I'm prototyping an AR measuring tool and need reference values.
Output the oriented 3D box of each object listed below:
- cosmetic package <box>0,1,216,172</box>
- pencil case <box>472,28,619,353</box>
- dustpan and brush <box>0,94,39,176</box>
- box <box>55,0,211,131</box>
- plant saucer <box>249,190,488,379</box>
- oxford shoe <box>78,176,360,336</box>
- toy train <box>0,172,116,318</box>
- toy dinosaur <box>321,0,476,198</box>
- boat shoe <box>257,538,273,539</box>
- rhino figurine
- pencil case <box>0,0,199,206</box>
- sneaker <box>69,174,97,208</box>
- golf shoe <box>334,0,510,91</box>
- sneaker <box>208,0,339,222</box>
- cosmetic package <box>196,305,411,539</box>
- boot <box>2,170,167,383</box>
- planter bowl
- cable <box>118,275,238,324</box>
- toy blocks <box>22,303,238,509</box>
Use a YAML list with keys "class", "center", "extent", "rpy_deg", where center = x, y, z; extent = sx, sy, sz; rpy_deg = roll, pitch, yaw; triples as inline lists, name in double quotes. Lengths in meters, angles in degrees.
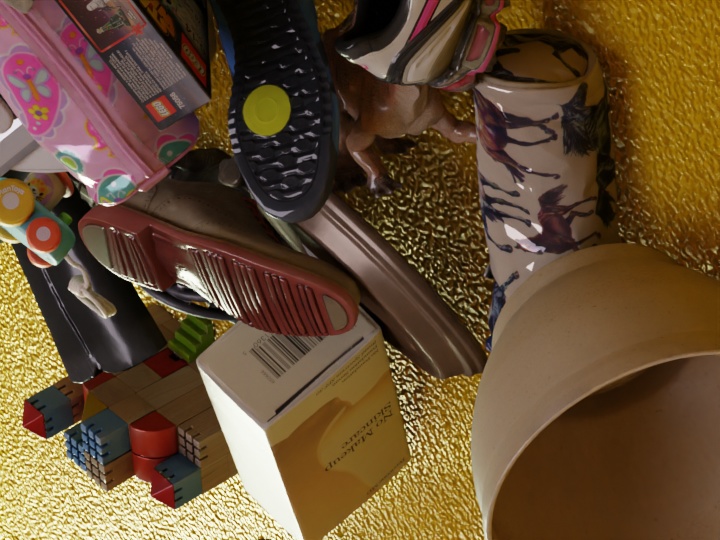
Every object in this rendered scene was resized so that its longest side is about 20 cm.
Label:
- class: "cosmetic package"
  center: [-0.196, -0.188, 1.642]
  extent: [0.164, 0.165, 0.201]
  rpy_deg: [1, 124, 11]
- class: "pencil case"
  center: [0.101, -0.043, 1.461]
  extent: [0.089, 0.078, 0.201]
  rpy_deg: [15, 128, 32]
- class: "dustpan and brush"
  center: [-0.260, -0.136, 1.548]
  extent: [0.139, 0.057, 0.200]
  rpy_deg: [-35, 112, 28]
- class: "box"
  center: [-0.154, -0.191, 1.446]
  extent: [0.200, 0.040, 0.137]
  rpy_deg: [52, -163, -31]
- class: "plant saucer"
  center: [0.000, 0.000, 1.604]
  extent: [0.200, 0.029, 0.200]
  rpy_deg: [44, 175, 5]
- class: "oxford shoe"
  center: [-0.076, -0.019, 1.571]
  extent: [0.199, 0.075, 0.071]
  rpy_deg: [21, 146, 27]
- class: "toy train"
  center: [-0.235, -0.047, 1.727]
  extent: [0.200, 0.056, 0.150]
  rpy_deg: [28, 165, 39]
- class: "toy dinosaur"
  center: [0.009, -0.122, 1.532]
  extent: [0.200, 0.086, 0.136]
  rpy_deg: [8, 121, 59]
- class: "boat shoe"
  center: [-0.018, 0.245, 1.893]
  extent: [0.200, 0.072, 0.068]
  rpy_deg: [36, 109, 48]
- class: "rhino figurine"
  center: [-0.103, -0.054, 1.755]
  extent: [0.200, 0.087, 0.060]
  rpy_deg: [23, 92, 48]
- class: "pencil case"
  center: [-0.179, -0.130, 1.491]
  extent: [0.087, 0.088, 0.200]
  rpy_deg: [13, 147, 51]
- class: "sneaker"
  center: [-0.210, -0.062, 1.913]
  extent: [0.200, 0.076, 0.116]
  rpy_deg: [47, 150, 21]
- class: "golf shoe"
  center: [0.039, -0.197, 1.365]
  extent: [0.072, 0.092, 0.201]
  rpy_deg: [12, 95, 53]
- class: "sneaker"
  center: [-0.045, -0.121, 1.508]
  extent: [0.078, 0.066, 0.201]
  rpy_deg: [33, -139, -69]
- class: "cosmetic package"
  center: [-0.033, 0.092, 1.688]
  extent: [0.071, 0.105, 0.200]
  rpy_deg: [43, 166, 25]
- class: "boot"
  center: [-0.194, -0.024, 1.807]
  extent: [0.165, 0.065, 0.201]
  rpy_deg: [-10, 105, 59]
- class: "planter bowl"
  center: [0.146, 0.072, 1.405]
  extent: [0.135, 0.199, 0.201]
  rpy_deg: [-110, 17, -46]
- class: "cable"
  center: [-0.104, 0.001, 1.717]
  extent: [0.163, 0.200, 0.051]
  rpy_deg: [34, 96, 27]
- class: "toy blocks"
  center: [-0.159, 0.107, 1.910]
  extent: [0.200, 0.136, 0.100]
  rpy_deg: [34, 140, 37]
